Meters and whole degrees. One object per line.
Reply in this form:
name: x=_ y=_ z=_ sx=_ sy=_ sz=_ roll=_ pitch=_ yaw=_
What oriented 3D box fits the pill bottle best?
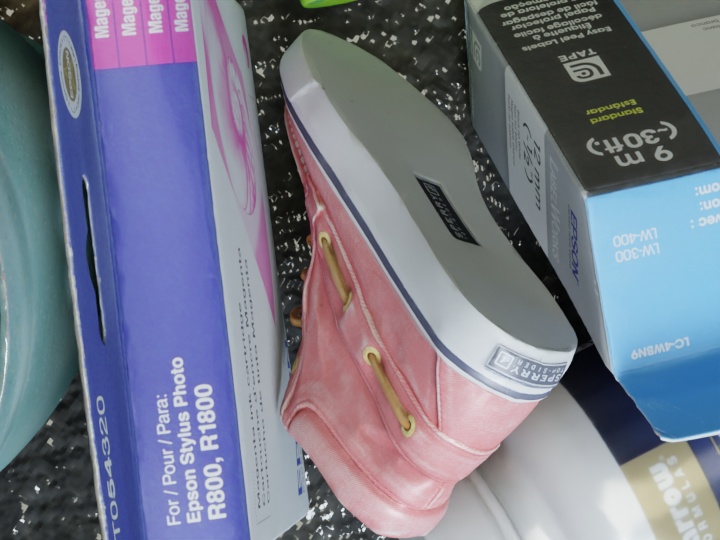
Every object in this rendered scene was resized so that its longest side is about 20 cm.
pill bottle: x=0.115 y=0.071 z=0.791 sx=0.200 sy=0.111 sz=0.111 roll=-26 pitch=92 yaw=-9

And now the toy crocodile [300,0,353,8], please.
toy crocodile: x=0.024 y=-0.143 z=0.818 sx=0.200 sy=0.062 sz=0.068 roll=-16 pitch=90 yaw=-5

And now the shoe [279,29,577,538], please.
shoe: x=0.000 y=0.000 z=0.766 sx=0.071 sy=0.200 sz=0.091 roll=18 pitch=118 yaw=-35

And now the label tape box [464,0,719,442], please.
label tape box: x=0.133 y=-0.038 z=0.760 sx=0.143 sy=0.200 sz=0.066 roll=-12 pitch=128 yaw=-10

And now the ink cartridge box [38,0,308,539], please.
ink cartridge box: x=-0.056 y=-0.004 z=0.723 sx=0.043 sy=0.200 sz=0.196 roll=-7 pitch=89 yaw=4

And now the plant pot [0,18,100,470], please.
plant pot: x=-0.162 y=-0.015 z=0.721 sx=0.200 sy=0.134 sz=0.200 roll=7 pitch=107 yaw=25
